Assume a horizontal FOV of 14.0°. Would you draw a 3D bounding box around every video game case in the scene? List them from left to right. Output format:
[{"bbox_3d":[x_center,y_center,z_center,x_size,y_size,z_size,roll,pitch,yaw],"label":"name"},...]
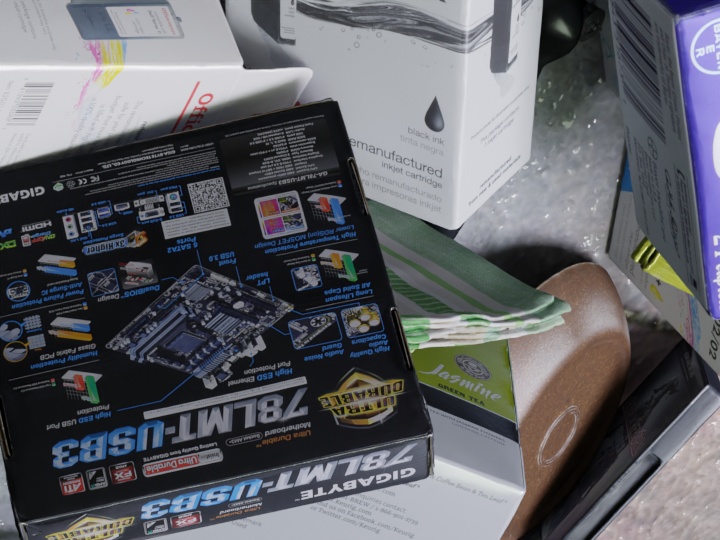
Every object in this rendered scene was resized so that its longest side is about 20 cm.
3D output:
[{"bbox_3d":[0.146,0.130,1.797,0.019,0.143,0.200,40,101,-6],"label":"video game case"}]

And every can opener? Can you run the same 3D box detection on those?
[{"bbox_3d":[0.077,-0.102,1.621,0.063,0.079,0.200,-45,159,-55],"label":"can opener"}]

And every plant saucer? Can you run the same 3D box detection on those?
[{"bbox_3d":[0.106,0.091,1.741,0.200,0.037,0.201,-44,152,-31],"label":"plant saucer"}]

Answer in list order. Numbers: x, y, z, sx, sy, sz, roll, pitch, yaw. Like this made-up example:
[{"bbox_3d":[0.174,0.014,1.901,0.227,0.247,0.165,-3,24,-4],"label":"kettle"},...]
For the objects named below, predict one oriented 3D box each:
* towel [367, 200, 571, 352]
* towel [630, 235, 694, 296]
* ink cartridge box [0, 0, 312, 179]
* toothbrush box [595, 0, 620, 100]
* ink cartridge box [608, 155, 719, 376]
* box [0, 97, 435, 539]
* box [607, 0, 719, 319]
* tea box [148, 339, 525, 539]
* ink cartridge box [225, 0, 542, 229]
[{"bbox_3d":[0.000,0.000,1.539,0.200,0.152,0.023,-6,121,-52],"label":"towel"},{"bbox_3d":[0.233,-0.066,1.559,0.086,0.018,0.200,25,110,-42],"label":"towel"},{"bbox_3d":[-0.138,-0.090,1.459,0.200,0.067,0.117,-2,144,-31],"label":"ink cartridge box"},{"bbox_3d":[0.191,-0.152,1.579,0.085,0.146,0.200,-25,135,-12],"label":"toothbrush box"},{"bbox_3d":[0.228,-0.004,1.682,0.068,0.200,0.115,-14,131,-25],"label":"ink cartridge box"},{"bbox_3d":[-0.082,0.027,1.400,0.200,0.199,0.050,-13,149,-6],"label":"box"},{"bbox_3d":[0.236,-0.101,1.454,0.200,0.105,0.184,-18,126,-9],"label":"box"},{"bbox_3d":[-0.033,0.084,1.548,0.200,0.197,0.134,21,116,-10],"label":"tea box"},{"bbox_3d":[0.012,-0.141,1.464,0.084,0.144,0.200,-44,146,-44],"label":"ink cartridge box"}]
